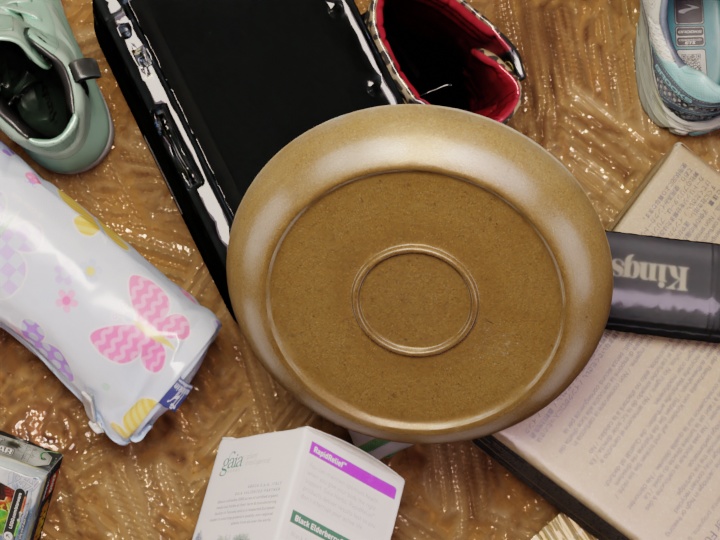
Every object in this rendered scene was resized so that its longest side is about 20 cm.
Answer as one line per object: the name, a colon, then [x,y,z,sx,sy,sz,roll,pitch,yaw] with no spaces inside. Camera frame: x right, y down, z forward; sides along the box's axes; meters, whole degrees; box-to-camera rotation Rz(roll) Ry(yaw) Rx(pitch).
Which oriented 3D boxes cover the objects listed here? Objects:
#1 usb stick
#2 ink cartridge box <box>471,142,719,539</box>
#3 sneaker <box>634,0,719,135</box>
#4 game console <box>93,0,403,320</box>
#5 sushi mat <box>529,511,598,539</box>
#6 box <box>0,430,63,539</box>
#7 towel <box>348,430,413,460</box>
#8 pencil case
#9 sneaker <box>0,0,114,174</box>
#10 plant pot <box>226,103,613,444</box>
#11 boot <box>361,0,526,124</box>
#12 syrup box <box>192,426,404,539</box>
usb stick: [0.149,0.007,1.431,0.199,0.033,0.056,7,81,-3]
ink cartridge box: [0.180,0.058,1.479,0.165,0.075,0.200,38,78,1]
sneaker: [0.187,-0.182,1.507,0.077,0.086,0.201,-13,86,-7]
game console: [-0.054,-0.086,1.423,0.116,0.176,0.201,-25,86,-7]
sushi mat: [0.182,0.211,1.502,0.095,0.012,0.200,-33,87,-6]
box: [-0.243,0.162,1.350,0.136,0.040,0.201,21,111,5]
towel: [0.000,0.000,1.447,0.023,0.152,0.201,-25,87,-38]
pencil case: [-0.173,0.007,1.458,0.200,0.083,0.091,40,100,0]
sneaker: [-0.202,-0.149,1.451,0.074,0.118,0.201,-33,87,-1]
plant pot: [0.029,0.011,1.341,0.199,0.028,0.201,2,121,4]
boot: [0.056,-0.073,1.449,0.073,0.151,0.200,-39,89,-15]
syrup box: [-0.049,0.190,1.407,0.081,0.079,0.201,32,62,-33]
